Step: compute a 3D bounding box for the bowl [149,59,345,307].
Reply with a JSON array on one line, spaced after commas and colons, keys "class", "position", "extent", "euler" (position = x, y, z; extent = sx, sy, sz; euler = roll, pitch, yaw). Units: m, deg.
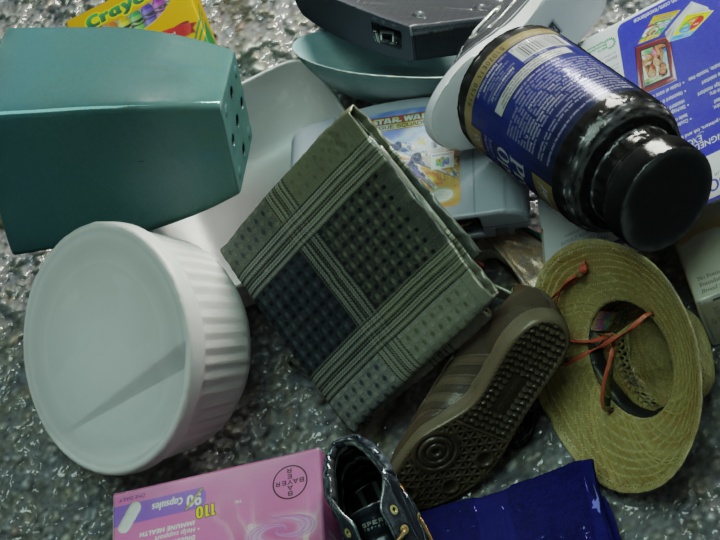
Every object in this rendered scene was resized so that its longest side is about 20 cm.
[{"class": "bowl", "position": [-0.085, -0.063, 1.745], "extent": [0.199, 0.075, 0.200], "euler": [-29, 53, 0]}]

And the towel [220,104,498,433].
[{"class": "towel", "position": [0.000, 0.000, 1.573], "extent": [0.193, 0.034, 0.200], "euler": [53, 128, 10]}]

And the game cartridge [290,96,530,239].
[{"class": "game cartridge", "position": [0.038, -0.080, 1.644], "extent": [0.198, 0.042, 0.134], "euler": [-8, 57, 11]}]

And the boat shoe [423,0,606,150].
[{"class": "boat shoe", "position": [0.116, -0.176, 1.634], "extent": [0.200, 0.072, 0.068], "euler": [-50, 27, -14]}]

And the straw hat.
[{"class": "straw hat", "position": [0.220, 0.064, 1.529], "extent": [0.085, 0.202, 0.201], "euler": [-7, 43, -34]}]

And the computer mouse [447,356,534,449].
[{"class": "computer mouse", "position": [0.073, 0.070, 1.621], "extent": [0.059, 0.034, 0.200], "euler": [-41, 54, -8]}]

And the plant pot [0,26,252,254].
[{"class": "plant pot", "position": [-0.198, -0.116, 1.680], "extent": [0.198, 0.142, 0.142], "euler": [-4, 37, 8]}]

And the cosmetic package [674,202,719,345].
[{"class": "cosmetic package", "position": [0.291, -0.053, 1.591], "extent": [0.105, 0.071, 0.201], "euler": [-21, 53, 9]}]

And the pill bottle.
[{"class": "pill bottle", "position": [0.169, -0.098, 1.515], "extent": [0.112, 0.112, 0.200], "euler": [-40, 44, -7]}]

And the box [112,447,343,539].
[{"class": "box", "position": [-0.092, 0.258, 1.523], "extent": [0.175, 0.097, 0.201], "euler": [-13, 55, 14]}]

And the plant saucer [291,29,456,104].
[{"class": "plant saucer", "position": [0.039, -0.174, 1.742], "extent": [0.199, 0.039, 0.201], "euler": [2, 19, -1]}]

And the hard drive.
[{"class": "hard drive", "position": [0.036, -0.227, 1.766], "extent": [0.134, 0.043, 0.200], "euler": [-11, 25, -31]}]

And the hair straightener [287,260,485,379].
[{"class": "hair straightener", "position": [0.018, 0.055, 1.613], "extent": [0.199, 0.041, 0.077], "euler": [-22, 58, 33]}]

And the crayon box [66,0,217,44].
[{"class": "crayon box", "position": [-0.200, -0.202, 1.896], "extent": [0.126, 0.051, 0.201], "euler": [-26, 52, 4]}]

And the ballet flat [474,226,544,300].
[{"class": "ballet flat", "position": [0.099, -0.026, 1.655], "extent": [0.067, 0.068, 0.200], "euler": [-47, 52, -3]}]

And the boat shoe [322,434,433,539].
[{"class": "boat shoe", "position": [0.023, 0.213, 1.456], "extent": [0.071, 0.091, 0.201], "euler": [-28, 47, 1]}]

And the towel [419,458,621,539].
[{"class": "towel", "position": [0.100, 0.234, 1.500], "extent": [0.199, 0.050, 0.148], "euler": [-18, 47, 11]}]

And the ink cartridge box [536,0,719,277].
[{"class": "ink cartridge box", "position": [0.223, -0.109, 1.583], "extent": [0.197, 0.047, 0.201], "euler": [-25, 56, 31]}]

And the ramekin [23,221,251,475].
[{"class": "ramekin", "position": [-0.177, 0.062, 1.642], "extent": [0.201, 0.094, 0.204], "euler": [0, 90, 40]}]

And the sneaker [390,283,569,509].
[{"class": "sneaker", "position": [0.088, 0.098, 1.564], "extent": [0.200, 0.070, 0.076], "euler": [-49, 27, 16]}]
